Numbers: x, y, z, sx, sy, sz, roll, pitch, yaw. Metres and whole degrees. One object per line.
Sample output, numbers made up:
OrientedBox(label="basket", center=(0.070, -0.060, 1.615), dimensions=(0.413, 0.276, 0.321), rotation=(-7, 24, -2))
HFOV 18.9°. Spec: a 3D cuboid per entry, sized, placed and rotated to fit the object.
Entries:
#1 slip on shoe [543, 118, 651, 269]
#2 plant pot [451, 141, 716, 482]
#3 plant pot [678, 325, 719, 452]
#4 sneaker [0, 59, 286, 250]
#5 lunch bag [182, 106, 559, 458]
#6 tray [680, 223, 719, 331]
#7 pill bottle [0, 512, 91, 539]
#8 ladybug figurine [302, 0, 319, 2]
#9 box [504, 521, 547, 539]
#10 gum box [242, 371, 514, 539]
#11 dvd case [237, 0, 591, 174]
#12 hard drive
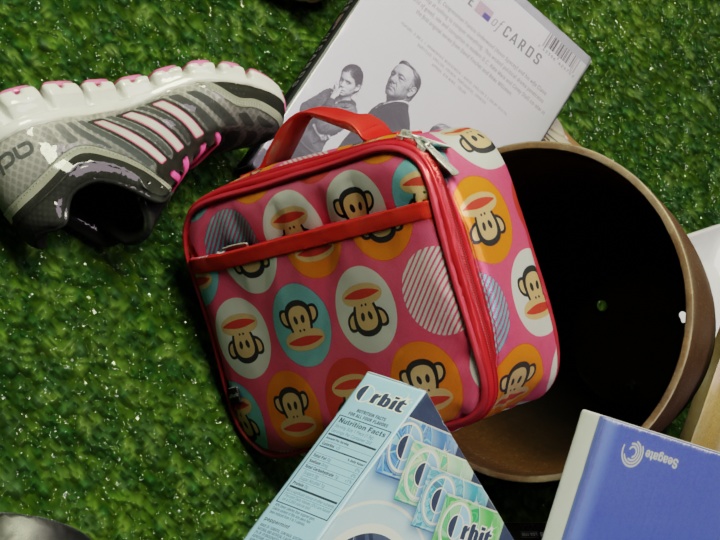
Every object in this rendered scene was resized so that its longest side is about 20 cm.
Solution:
OrientedBox(label="slip on shoe", center=(0.123, -0.049, 1.383), dimensions=(0.200, 0.076, 0.061), rotation=(47, 61, -12))
OrientedBox(label="plant pot", center=(0.136, 0.032, 1.279), dimensions=(0.200, 0.186, 0.188), rotation=(13, 56, -63))
OrientedBox(label="plant pot", center=(0.213, 0.088, 1.304), dimensions=(0.027, 0.201, 0.201), rotation=(20, 47, 8))
OrientedBox(label="sneaker", center=(-0.118, -0.057, 1.166), dimensions=(0.199, 0.074, 0.088), rotation=(-11, 74, -40))
OrientedBox(label="lunch bag", center=(0.000, 0.000, 1.134), dimensions=(0.082, 0.199, 0.178), rotation=(-18, 93, -46))
OrientedBox(label="tray", center=(0.255, 0.070, 1.470), dimensions=(0.107, 0.022, 0.201), rotation=(-14, 77, -46))
OrientedBox(label="pill bottle", center=(-0.162, 0.214, 0.943), dimensions=(0.111, 0.112, 0.202), rotation=(22, 54, -32))
OrientedBox(label="ladybug figurine", center=(-0.047, -0.262, 1.345), dimensions=(0.135, 0.072, 0.202), rotation=(-5, 71, -44))
OrientedBox(label="box", center=(0.089, 0.224, 1.214), dimensions=(0.199, 0.049, 0.161), rotation=(6, 62, -40))
OrientedBox(label="gum box", center=(-0.005, 0.181, 1.056), dimensions=(0.200, 0.044, 0.170), rotation=(-52, 134, -23))
OrientedBox(label="dvd case", center=(0.036, -0.095, 1.304), dimensions=(0.150, 0.025, 0.201), rotation=(39, 71, -18))
OrientedBox(label="hard drive", center=(0.138, 0.186, 1.149), dimensions=(0.131, 0.025, 0.202), rotation=(18, 89, -38))
